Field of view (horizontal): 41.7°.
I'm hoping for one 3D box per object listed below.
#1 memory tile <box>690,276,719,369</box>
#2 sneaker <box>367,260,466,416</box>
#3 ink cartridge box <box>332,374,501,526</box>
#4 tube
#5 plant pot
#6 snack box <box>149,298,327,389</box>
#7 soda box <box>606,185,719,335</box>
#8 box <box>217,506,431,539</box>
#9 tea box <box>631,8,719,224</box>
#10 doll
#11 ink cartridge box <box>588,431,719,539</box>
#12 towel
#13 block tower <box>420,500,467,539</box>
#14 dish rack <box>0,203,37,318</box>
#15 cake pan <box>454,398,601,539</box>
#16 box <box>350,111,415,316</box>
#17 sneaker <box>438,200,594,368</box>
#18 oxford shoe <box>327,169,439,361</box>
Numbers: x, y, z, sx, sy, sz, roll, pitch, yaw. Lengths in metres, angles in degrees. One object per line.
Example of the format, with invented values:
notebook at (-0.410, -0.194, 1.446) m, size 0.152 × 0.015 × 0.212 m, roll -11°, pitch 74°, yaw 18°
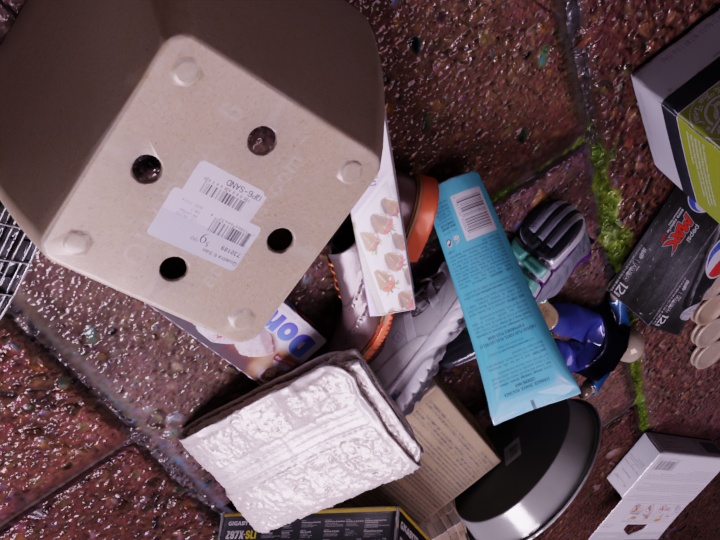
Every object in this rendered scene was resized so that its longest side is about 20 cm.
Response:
memory tile at (0.474, 0.035, 1.177) m, size 0.151 × 0.017 × 0.202 m, roll -30°, pitch 139°, yaw -7°
sneaker at (0.056, 0.034, 0.856) m, size 0.202 × 0.081 × 0.075 m, roll -57°, pitch 166°, yaw -3°
ink cartridge box at (0.037, 0.185, 0.977) m, size 0.164 × 0.076 × 0.200 m, roll -37°, pitch 139°, yaw 3°
tube at (0.111, 0.020, 0.790) m, size 0.076 × 0.204 × 0.050 m, roll -22°, pitch 172°, yaw 16°
plant pot at (-0.096, -0.082, 0.544) m, size 0.198 × 0.178 × 0.201 m, roll 27°, pitch 110°, yaw -33°
snack box at (-0.107, 0.031, 0.780) m, size 0.072 × 0.024 × 0.200 m, roll -41°, pitch 138°, yaw 3°
soda box at (0.345, -0.037, 0.972) m, size 0.063 × 0.071 × 0.202 m, roll 15°, pitch 113°, yaw -42°
box at (-0.026, 0.295, 0.976) m, size 0.196 × 0.050 × 0.160 m, roll -8°, pitch 143°, yaw 22°
tea box at (0.380, -0.138, 0.822) m, size 0.199 × 0.198 × 0.134 m, roll -37°, pitch 139°, yaw 2°
doll at (0.255, 0.073, 1.039) m, size 0.197 × 0.048 × 0.139 m, roll 12°, pitch 99°, yaw -42°
ink cartridge box at (0.428, 0.320, 1.384) m, size 0.197 × 0.044 × 0.175 m, roll 13°, pitch 120°, yaw -41°
towel at (-0.052, 0.157, 0.842) m, size 0.198 × 0.035 × 0.134 m, roll -28°, pitch 110°, yaw 22°
block tower at (0.121, 0.289, 1.144) m, size 0.198 × 0.058 × 0.054 m, roll -32°, pitch 139°, yaw -8°
dish rack at (-0.304, -0.022, 0.581) m, size 0.198 × 0.055 × 0.154 m, roll 15°, pitch 120°, yaw -43°
cake pan at (0.175, 0.211, 1.026) m, size 0.037 × 0.201 × 0.200 m, roll 41°, pitch 102°, yaw -12°
box at (0.009, -0.063, 0.710) m, size 0.038 × 0.042 × 0.204 m, roll -9°, pitch 117°, yaw 4°
sneaker at (0.152, 0.029, 0.917) m, size 0.200 × 0.075 × 0.087 m, roll -44°, pitch 143°, yaw 8°
oxford shoe at (0.000, 0.000, 0.805) m, size 0.071 × 0.072 × 0.203 m, roll 13°, pitch 120°, yaw -14°
